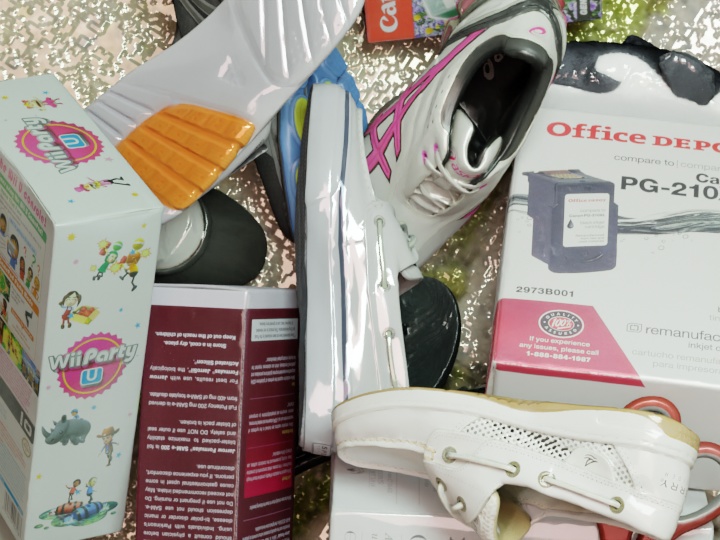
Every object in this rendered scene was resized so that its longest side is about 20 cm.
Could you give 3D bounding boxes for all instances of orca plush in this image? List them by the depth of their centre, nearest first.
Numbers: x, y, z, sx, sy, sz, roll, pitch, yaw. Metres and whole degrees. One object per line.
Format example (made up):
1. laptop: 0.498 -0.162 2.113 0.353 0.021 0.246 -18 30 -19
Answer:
1. orca plush: 0.145 -0.099 1.525 0.199 0.071 0.106 2 132 10

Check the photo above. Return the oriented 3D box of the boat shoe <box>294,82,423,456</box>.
1. boat shoe: 0.000 0.000 1.440 0.066 0.074 0.201 1 81 -6

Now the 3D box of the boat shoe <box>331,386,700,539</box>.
1. boat shoe: 0.067 0.101 1.325 0.199 0.071 0.070 2 73 34

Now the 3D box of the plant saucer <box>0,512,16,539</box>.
1. plant saucer: -0.250 0.168 1.459 0.199 0.050 0.201 -8 62 16

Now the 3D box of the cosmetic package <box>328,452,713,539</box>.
1. cosmetic package: 0.079 0.201 1.438 0.199 0.123 0.200 2 108 -1

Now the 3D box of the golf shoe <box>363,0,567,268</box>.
1. golf shoe: 0.044 -0.068 1.453 0.072 0.092 0.200 24 119 -9

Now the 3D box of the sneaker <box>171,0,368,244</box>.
1. sneaker: -0.057 -0.108 1.513 0.071 0.083 0.200 -32 104 -42

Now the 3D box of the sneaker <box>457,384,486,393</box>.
1. sneaker: 0.102 0.088 1.499 0.199 0.072 0.073 -19 95 2

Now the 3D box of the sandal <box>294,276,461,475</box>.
1. sandal: -0.028 0.072 1.500 0.200 0.048 0.075 -35 69 -1

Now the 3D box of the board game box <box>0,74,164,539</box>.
1. board game box: -0.169 0.021 1.417 0.064 0.148 0.201 -10 126 -27

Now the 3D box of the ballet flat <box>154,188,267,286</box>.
1. ballet flat: -0.149 -0.035 1.504 0.199 0.068 0.068 18 86 0

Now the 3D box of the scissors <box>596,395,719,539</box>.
1. scissors: 0.121 0.160 1.352 0.073 0.014 0.201 27 96 -3

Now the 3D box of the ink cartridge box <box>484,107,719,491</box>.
1. ink cartridge box: 0.145 0.011 1.437 0.144 0.085 0.200 6 45 3

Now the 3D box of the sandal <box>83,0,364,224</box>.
1. sandal: -0.071 -0.093 1.448 0.206 0.059 0.079 -39 78 12

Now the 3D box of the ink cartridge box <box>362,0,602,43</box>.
1. ink cartridge box: 0.032 -0.185 1.493 0.199 0.050 0.109 -6 128 0

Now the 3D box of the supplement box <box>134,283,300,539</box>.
1. supplement box: -0.076 0.108 1.436 0.061 0.109 0.201 2 89 14
